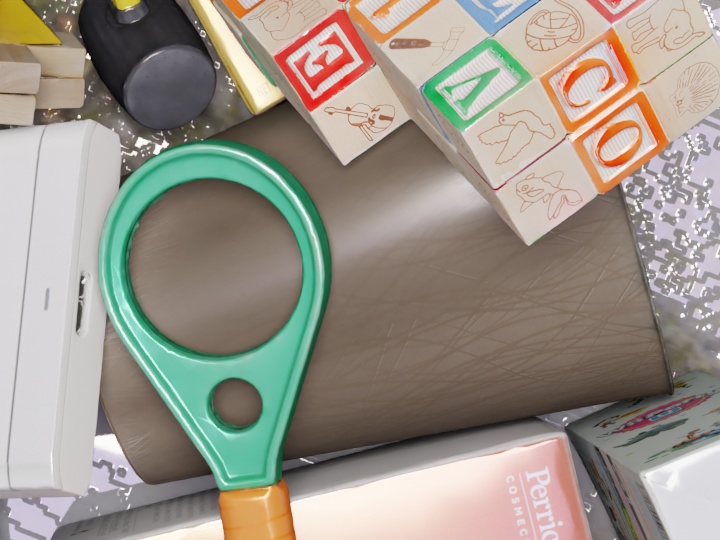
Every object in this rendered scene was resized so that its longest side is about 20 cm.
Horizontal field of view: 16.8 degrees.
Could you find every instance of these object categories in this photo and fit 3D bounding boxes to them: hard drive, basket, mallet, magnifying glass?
[{"bbox_3d":[-0.182,0.019,0.889,0.200,0.027,0.132,-4,73,28],"label":"hard drive"},{"bbox_3d":[0.000,0.000,0.909,0.200,0.136,0.180,-17,134,4],"label":"basket"},{"bbox_3d":[-0.096,-0.134,0.877,0.041,0.200,0.066,-25,49,-8],"label":"mallet"},{"bbox_3d":[-0.042,0.054,0.845,0.080,0.022,0.200,-8,100,9],"label":"magnifying glass"}]

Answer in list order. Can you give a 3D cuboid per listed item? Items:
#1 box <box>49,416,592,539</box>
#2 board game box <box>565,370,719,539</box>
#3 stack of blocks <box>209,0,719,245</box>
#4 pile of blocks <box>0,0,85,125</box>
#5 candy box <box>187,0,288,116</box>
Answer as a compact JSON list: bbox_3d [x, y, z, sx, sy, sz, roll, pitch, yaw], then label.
[{"bbox_3d":[-0.007,0.151,0.924,0.200,0.106,0.152,-14,91,-3],"label":"box"},{"bbox_3d":[0.142,0.118,0.885,0.064,0.200,0.148,-24,92,-3],"label":"board game box"},{"bbox_3d":[0.022,-0.094,0.828,0.115,0.200,0.059,-37,134,-3],"label":"stack of blocks"},{"bbox_3d":[-0.154,-0.123,0.823,0.082,0.062,0.200,-47,120,3],"label":"pile of blocks"},{"bbox_3d":[-0.040,-0.173,0.945,0.117,0.056,0.200,-30,91,-2],"label":"candy box"}]
